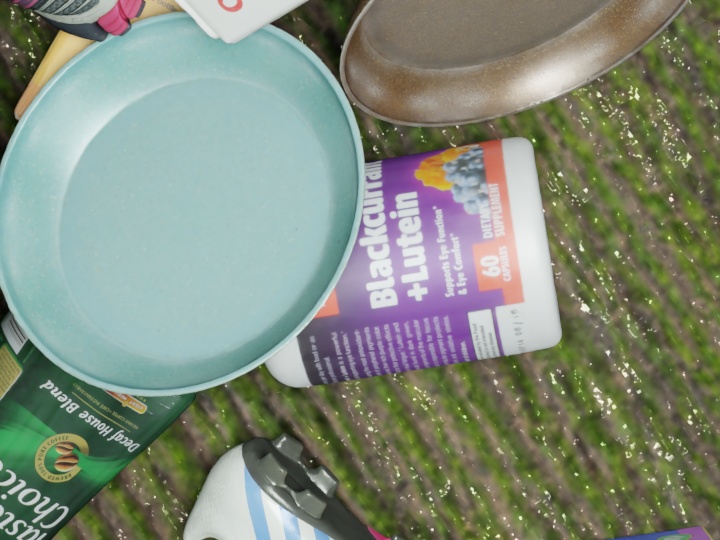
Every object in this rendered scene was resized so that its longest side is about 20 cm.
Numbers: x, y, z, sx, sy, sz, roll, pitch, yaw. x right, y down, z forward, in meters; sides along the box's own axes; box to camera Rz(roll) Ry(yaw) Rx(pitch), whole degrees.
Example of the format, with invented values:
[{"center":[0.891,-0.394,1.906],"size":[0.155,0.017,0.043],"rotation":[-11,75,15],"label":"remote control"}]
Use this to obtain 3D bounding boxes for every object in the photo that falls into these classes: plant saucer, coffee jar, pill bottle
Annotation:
[{"center":[-0.088,-0.031,1.148],"size":[0.198,0.036,0.202],"rotation":[-5,71,16],"label":"plant saucer"},{"center":[0.079,-0.140,1.153],"size":[0.199,0.200,0.032],"rotation":[-24,65,5],"label":"plant saucer"},{"center":[-0.187,0.100,1.222],"size":[0.200,0.085,0.104],"rotation":[-48,129,7],"label":"coffee jar"},{"center":[0.000,0.000,1.197],"size":[0.198,0.111,0.113],"rotation":[-10,93,5],"label":"pill bottle"}]

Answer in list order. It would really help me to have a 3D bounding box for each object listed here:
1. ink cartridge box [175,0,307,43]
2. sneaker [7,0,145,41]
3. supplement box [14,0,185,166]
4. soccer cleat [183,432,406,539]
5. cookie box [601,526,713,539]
[{"center":[-0.030,-0.219,1.078],"size":[0.199,0.083,0.147],"rotation":[-27,124,29],"label":"ink cartridge box"},{"center":[-0.194,-0.180,1.185],"size":[0.199,0.074,0.081],"rotation":[18,86,38],"label":"sneaker"},{"center":[-0.106,-0.153,1.216],"size":[0.066,0.069,0.201],"rotation":[30,97,-5],"label":"supplement box"},{"center":[-0.010,0.177,1.240],"size":[0.200,0.070,0.086],"rotation":[44,112,2],"label":"soccer cleat"},{"center":[0.166,0.247,1.174],"size":[0.074,0.171,0.202],"rotation":[-9,94,2],"label":"cookie box"}]
